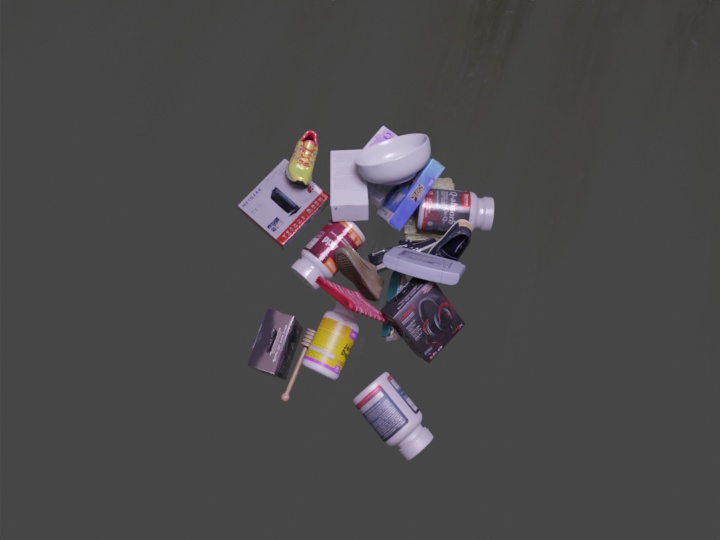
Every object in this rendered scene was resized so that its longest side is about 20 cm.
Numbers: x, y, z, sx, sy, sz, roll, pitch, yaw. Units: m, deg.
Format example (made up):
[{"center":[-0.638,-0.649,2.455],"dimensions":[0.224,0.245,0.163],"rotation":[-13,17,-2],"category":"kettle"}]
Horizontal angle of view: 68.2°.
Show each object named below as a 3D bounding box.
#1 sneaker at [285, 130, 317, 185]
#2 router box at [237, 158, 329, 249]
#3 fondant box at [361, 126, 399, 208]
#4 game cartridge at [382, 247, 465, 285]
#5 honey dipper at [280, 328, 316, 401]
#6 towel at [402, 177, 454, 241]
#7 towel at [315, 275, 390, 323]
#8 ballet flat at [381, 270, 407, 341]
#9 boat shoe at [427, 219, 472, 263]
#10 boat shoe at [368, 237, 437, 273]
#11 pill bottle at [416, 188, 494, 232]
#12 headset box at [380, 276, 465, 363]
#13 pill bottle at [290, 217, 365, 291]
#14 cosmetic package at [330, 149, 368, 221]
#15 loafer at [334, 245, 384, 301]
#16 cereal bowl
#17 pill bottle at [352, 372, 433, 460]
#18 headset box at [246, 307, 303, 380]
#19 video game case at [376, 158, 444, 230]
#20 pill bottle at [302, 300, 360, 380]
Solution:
[{"center":[-0.161,-0.325,1.510],"dimensions":[0.078,0.090,0.201],"rotation":[16,48,-17],"category":"sneaker"},{"center":[-0.219,-0.191,1.532],"dimensions":[0.179,0.049,0.200],"rotation":[40,78,10],"category":"router box"},{"center":[0.061,-0.304,1.561],"dimensions":[0.144,0.058,0.200],"rotation":[37,77,10],"category":"fondant box"},{"center":[0.163,-0.013,1.364],"dimensions":[0.199,0.133,0.041],"rotation":[16,105,16],"category":"game cartridge"},{"center":[-0.165,0.254,1.418],"dimensions":[0.038,0.038,0.201],"rotation":[21,77,5],"category":"honey dipper"},{"center":[0.197,-0.177,1.538],"dimensions":[0.147,0.037,0.202],"rotation":[3,76,1],"category":"towel"},{"center":[-0.016,0.078,1.366],"dimensions":[0.144,0.200,0.023],"rotation":[38,97,36],"category":"towel"},{"center":[0.102,0.098,1.456],"dimensions":[0.071,0.072,0.201],"rotation":[12,77,3],"category":"ballet flat"},{"center":[0.235,-0.048,1.433],"dimensions":[0.074,0.200,0.062],"rotation":[23,37,-13],"category":"boat shoe"},{"center":[0.119,-0.057,1.484],"dimensions":[0.199,0.076,0.061],"rotation":[-22,79,-5],"category":"boat shoe"},{"center":[0.256,-0.161,1.455],"dimensions":[0.198,0.116,0.117],"rotation":[5,75,2],"category":"pill bottle"},{"center":[0.159,0.116,1.386],"dimensions":[0.149,0.075,0.200],"rotation":[-44,116,-12],"category":"headset box"},{"center":[-0.091,-0.048,1.460],"dimensions":[0.114,0.114,0.200],"rotation":[40,78,10],"category":"pill bottle"},{"center":[-0.031,-0.233,1.448],"dimensions":[0.101,0.071,0.201],"rotation":[-2,56,1],"category":"cosmetic package"},{"center":[0.000,0.000,1.434],"dimensions":[0.076,0.200,0.068],"rotation":[3,50,40],"category":"loafer"},{"center":[0.090,-0.279,1.379],"dimensions":[0.199,0.200,0.084],"rotation":[-22,117,-6],"category":"cereal bowl"},{"center":[0.085,0.371,1.345],"dimensions":[0.119,0.120,0.200],"rotation":[-38,78,-10],"category":"pill bottle"},{"center":[-0.214,0.190,1.350],"dimensions":[0.077,0.200,0.150],"rotation":[16,74,5],"category":"headset box"},{"center":[0.130,-0.214,1.445],"dimensions":[0.045,0.181,0.201],"rotation":[34,97,-15],"category":"video game case"},{"center":[-0.069,0.179,1.403],"dimensions":[0.104,0.104,0.201],"rotation":[23,76,6],"category":"pill bottle"}]
